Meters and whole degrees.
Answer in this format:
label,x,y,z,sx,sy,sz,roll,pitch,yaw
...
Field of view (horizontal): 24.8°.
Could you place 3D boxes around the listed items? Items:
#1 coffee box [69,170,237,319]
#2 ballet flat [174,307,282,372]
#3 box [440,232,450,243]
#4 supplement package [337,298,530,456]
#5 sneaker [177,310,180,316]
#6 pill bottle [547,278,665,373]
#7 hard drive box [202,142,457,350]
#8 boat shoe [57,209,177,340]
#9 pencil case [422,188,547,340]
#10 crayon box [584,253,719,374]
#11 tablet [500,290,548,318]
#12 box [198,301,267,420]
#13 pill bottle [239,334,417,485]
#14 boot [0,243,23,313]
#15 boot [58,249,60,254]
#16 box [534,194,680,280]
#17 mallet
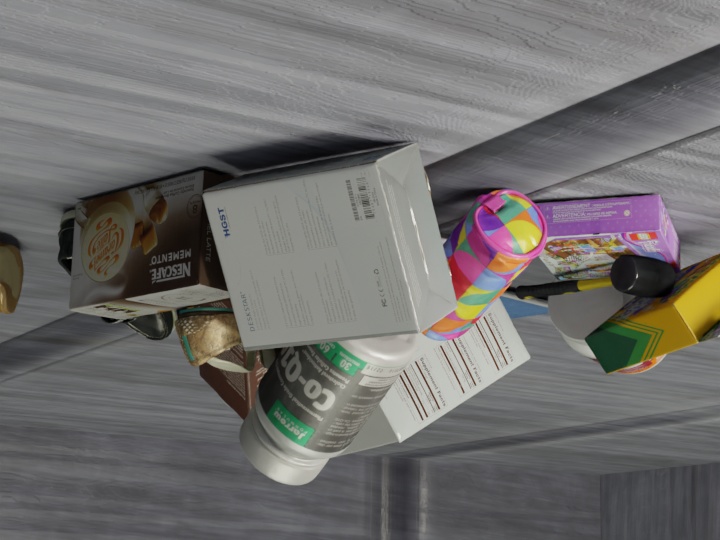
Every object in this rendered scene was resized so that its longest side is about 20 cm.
label,x,y,z,sx,sy,sz,roll,pitch,yaw
coffee box,-0.193,-0.022,1.610,0.199,0.116,0.079,-9,165,42
ballet flat,-0.108,0.072,1.683,0.199,0.066,0.070,0,172,-43
box,0.033,-0.026,1.719,0.198,0.039,0.041,8,-168,-28
supplement package,0.043,0.095,1.860,0.199,0.148,0.191,-30,-177,-29
sneaker,-0.202,0.033,1.971,0.199,0.076,0.078,14,166,-39
pill bottle,0.293,0.054,1.920,0.109,0.111,0.200,-4,167,24
hard drive box,-0.029,-0.019,1.476,0.199,0.157,0.077,-7,-167,34
boat shoe,-0.261,0.023,1.746,0.074,0.067,0.200,-7,137,20
pencil case,0.108,-0.003,1.633,0.088,0.089,0.200,6,150,-23
crayon box,0.340,0.038,1.723,0.125,0.052,0.200,-35,-177,-29
tablet,0.152,0.039,2.092,0.199,0.014,0.129,14,163,-42
box,-0.129,0.069,1.825,0.075,0.100,0.201,-32,147,-28
pill bottle,-0.036,0.115,1.635,0.112,0.114,0.201,9,129,-34
boot,-0.461,-0.008,1.813,0.142,0.071,0.201,7,165,5
boot,-0.237,0.002,1.861,0.143,0.072,0.201,1,164,29
box,0.253,-0.032,1.691,0.135,0.040,0.200,-3,167,16
mallet,0.233,0.013,1.725,0.199,0.042,0.066,-7,168,43
